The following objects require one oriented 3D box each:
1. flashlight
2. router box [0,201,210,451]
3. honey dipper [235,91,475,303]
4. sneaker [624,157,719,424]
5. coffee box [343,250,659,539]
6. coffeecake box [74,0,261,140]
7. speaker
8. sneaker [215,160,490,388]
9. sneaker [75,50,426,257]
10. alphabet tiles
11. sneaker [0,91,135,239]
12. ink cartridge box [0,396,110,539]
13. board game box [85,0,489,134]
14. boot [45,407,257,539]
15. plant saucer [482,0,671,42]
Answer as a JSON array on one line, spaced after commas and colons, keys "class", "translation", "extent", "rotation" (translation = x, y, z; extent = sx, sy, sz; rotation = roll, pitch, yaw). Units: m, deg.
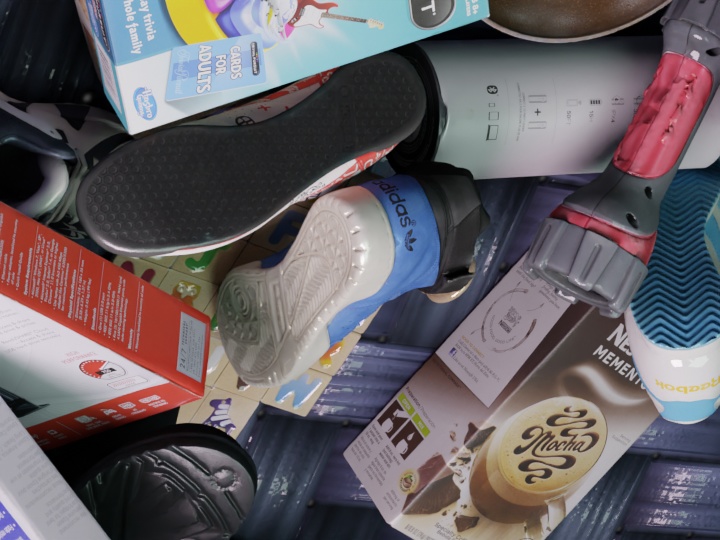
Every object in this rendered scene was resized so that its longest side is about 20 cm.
[{"class": "flashlight", "translation": [0.161, -0.075, 1.502], "extent": [0.068, 0.068, 0.200], "rotation": [30, 82, -25]}, {"class": "router box", "translation": [-0.209, 0.036, 1.388], "extent": [0.200, 0.049, 0.179], "rotation": [-20, 144, 38]}, {"class": "honey dipper", "translation": [-0.004, -0.047, 1.561], "extent": [0.038, 0.038, 0.200], "rotation": [-44, 128, 6]}, {"class": "sneaker", "translation": [0.182, 0.001, 1.596], "extent": [0.076, 0.200, 0.081], "rotation": [-2, 132, 7]}, {"class": "coffee box", "translation": [0.103, 0.085, 1.681], "extent": [0.200, 0.080, 0.113], "rotation": [-49, 130, 10]}, {"class": "coffeecake box", "translation": [-0.079, -0.188, 1.390], "extent": [0.153, 0.073, 0.200], "rotation": [-23, 130, -11]}, {"class": "speaker", "translation": [0.115, -0.095, 1.558], "extent": [0.200, 0.081, 0.081], "rotation": [-4, 124, -26]}, {"class": "sneaker", "translation": [0.001, 0.001, 1.500], "extent": [0.111, 0.077, 0.200], "rotation": [-17, 163, -31]}, {"class": "sneaker", "translation": [-0.067, -0.050, 1.424], "extent": [0.201, 0.108, 0.067], "rotation": [-26, 89, -23]}, {"class": "alphabet tiles", "translation": [-0.067, 0.013, 1.560], "extent": [0.166, 0.006, 0.200], "rotation": [20, 117, -28]}, {"class": "sneaker", "translation": [-0.164, -0.041, 1.406], "extent": [0.199, 0.130, 0.080], "rotation": [32, 105, -37]}, {"class": "ink cartridge box", "translation": [-0.197, 0.154, 1.387], "extent": [0.047, 0.200, 0.198], "rotation": [-39, -179, -40]}, {"class": "board game box", "translation": [-0.041, -0.169, 1.342], "extent": [0.200, 0.047, 0.151], "rotation": [-19, 130, -12]}, {"class": "boot", "translation": [-0.126, 0.100, 1.479], "extent": [0.076, 0.168, 0.200], "rotation": [40, 123, -21]}, {"class": "plant saucer", "translation": [0.123, -0.217, 1.442], "extent": [0.200, 0.032, 0.201], "rotation": [-15, 128, -20]}]
